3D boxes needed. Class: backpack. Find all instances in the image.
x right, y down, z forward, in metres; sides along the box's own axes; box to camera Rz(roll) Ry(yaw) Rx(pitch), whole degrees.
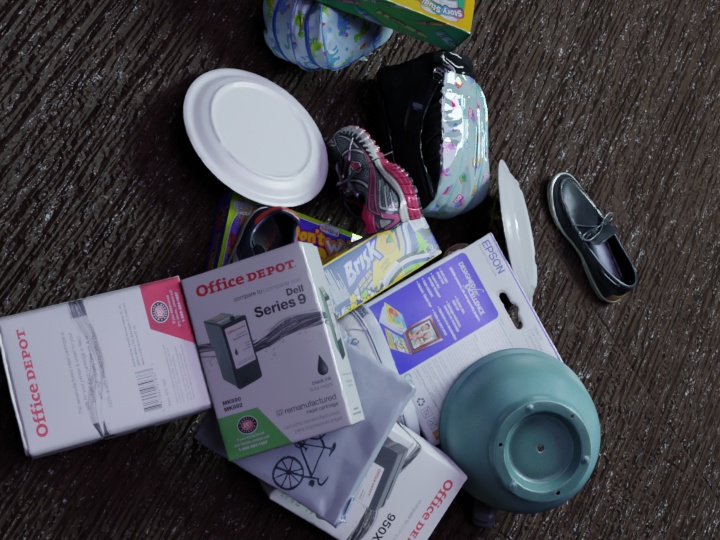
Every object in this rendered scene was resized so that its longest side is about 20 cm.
[{"bbox_3d":[-0.033,-0.337,1.618,0.198,0.165,0.154,-23,47,-22],"label":"backpack"},{"bbox_3d":[0.092,-0.168,1.647,0.125,0.166,0.203,0,84,-33],"label":"backpack"}]

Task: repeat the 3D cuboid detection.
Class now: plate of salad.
[{"bbox_3d":[-0.129,-0.157,1.556,0.198,0.048,0.202,22,47,-25],"label":"plate of salad"},{"bbox_3d":[0.196,-0.045,1.688,0.200,0.047,0.203,-10,90,-75],"label":"plate of salad"}]

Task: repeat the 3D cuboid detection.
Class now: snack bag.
[{"bbox_3d":[-0.058,0.153,1.414,0.198,0.021,0.190,30,91,9],"label":"snack bag"}]

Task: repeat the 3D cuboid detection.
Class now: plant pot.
[{"bbox_3d":[0.202,0.201,1.528,0.197,0.134,0.203,0,94,-7],"label":"plant pot"}]

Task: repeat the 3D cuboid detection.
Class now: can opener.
[{"bbox_3d":[0.165,0.228,1.653,0.065,0.053,0.203,7,68,6],"label":"can opener"}]

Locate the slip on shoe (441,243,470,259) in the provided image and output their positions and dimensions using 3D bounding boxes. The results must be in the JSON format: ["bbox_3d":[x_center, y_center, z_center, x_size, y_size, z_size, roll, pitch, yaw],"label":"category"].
[{"bbox_3d":[0.144,0.067,1.666,0.075,0.061,0.203,-14,82,-2],"label":"slip on shoe"}]

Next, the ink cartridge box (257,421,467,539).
[{"bbox_3d":[0.002,0.239,1.491,0.199,0.084,0.145,34,91,-20],"label":"ink cartridge box"}]

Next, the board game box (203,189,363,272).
[{"bbox_3d":[-0.088,0.000,1.553,0.198,0.045,0.136,20,68,-26],"label":"board game box"}]

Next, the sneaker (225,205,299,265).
[{"bbox_3d":[-0.120,0.016,1.450,0.074,0.084,0.203,22,72,-25],"label":"sneaker"}]

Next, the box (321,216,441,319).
[{"bbox_3d":[0.000,0.000,1.537,0.199,0.070,0.065,-31,96,-33],"label":"box"}]

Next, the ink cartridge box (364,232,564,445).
[{"bbox_3d":[0.125,0.087,1.608,0.198,0.043,0.200,-29,90,-3],"label":"ink cartridge box"}]

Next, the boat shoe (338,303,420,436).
[{"bbox_3d":[0.006,0.144,1.543,0.085,0.075,0.204,-28,121,-12],"label":"boat shoe"}]

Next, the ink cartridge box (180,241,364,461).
[{"bbox_3d":[-0.094,0.085,1.370,0.144,0.084,0.203,-17,85,8],"label":"ink cartridge box"}]

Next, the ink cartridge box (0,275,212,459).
[{"bbox_3d":[-0.274,0.104,1.362,0.197,0.083,0.147,-14,84,-16],"label":"ink cartridge box"}]

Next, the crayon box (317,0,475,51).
[{"bbox_3d":[0.045,-0.358,1.544,0.198,0.058,0.120,17,70,-20],"label":"crayon box"}]

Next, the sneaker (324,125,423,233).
[{"bbox_3d":[0.000,-0.113,1.564,0.074,0.200,0.081,-26,125,-13],"label":"sneaker"}]

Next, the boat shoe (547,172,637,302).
[{"bbox_3d":[0.331,-0.051,1.815,0.074,0.062,0.202,-28,91,-32],"label":"boat shoe"}]
